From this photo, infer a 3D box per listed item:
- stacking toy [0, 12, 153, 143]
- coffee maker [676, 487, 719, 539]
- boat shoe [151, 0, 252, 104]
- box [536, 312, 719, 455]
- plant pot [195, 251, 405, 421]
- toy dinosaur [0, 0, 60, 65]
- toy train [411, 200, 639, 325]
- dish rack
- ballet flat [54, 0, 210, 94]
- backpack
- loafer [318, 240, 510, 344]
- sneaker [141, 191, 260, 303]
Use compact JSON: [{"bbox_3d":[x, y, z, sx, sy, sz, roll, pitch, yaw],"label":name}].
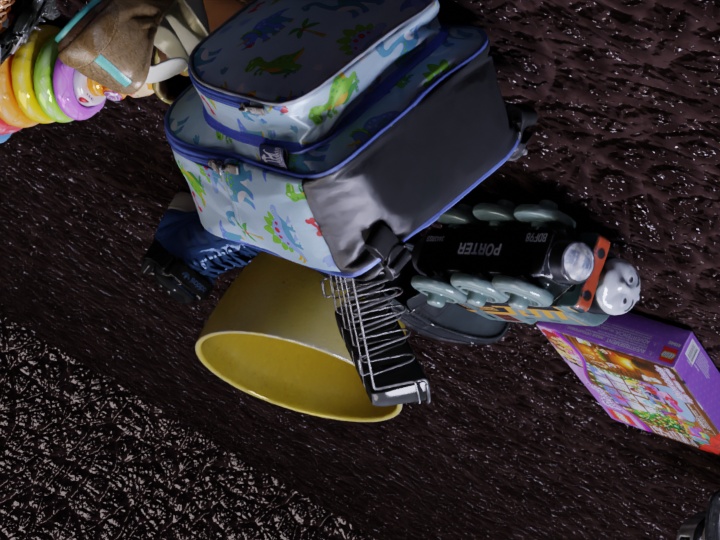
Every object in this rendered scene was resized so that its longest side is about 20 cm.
[{"bbox_3d":[-0.257,-0.168,1.477,0.200,0.110,0.116,8,154,28],"label":"stacking toy"},{"bbox_3d":[0.398,0.261,1.576,0.192,0.135,0.200,16,169,6],"label":"coffee maker"},{"bbox_3d":[-0.108,-0.166,1.236,0.072,0.068,0.200,32,164,-5],"label":"boat shoe"},{"bbox_3d":[0.252,0.094,1.493,0.137,0.039,0.200,18,162,37],"label":"box"},{"bbox_3d":[-0.039,0.038,1.603,0.199,0.142,0.200,14,159,6],"label":"plant pot"},{"bbox_3d":[-0.306,-0.188,1.370,0.200,0.136,0.102,-1,144,43],"label":"toy dinosaur"},{"bbox_3d":[0.126,-0.001,1.321,0.114,0.085,0.200,24,168,-31],"label":"toy train"},{"bbox_3d":[0.000,0.000,1.374,0.153,0.054,0.200,-119,15,-58],"label":"dish rack"},{"bbox_3d":[-0.136,-0.162,1.110,0.072,0.068,0.200,46,-157,-12],"label":"ballet flat"},{"bbox_3d":[-0.026,-0.103,1.098,0.200,0.183,0.147,12,135,46],"label":"backpack"},{"bbox_3d":[0.051,0.015,1.512,0.200,0.068,0.070,25,170,-20],"label":"loafer"},{"bbox_3d":[-0.143,-0.010,1.725,0.200,0.111,0.077,15,160,41],"label":"sneaker"}]
